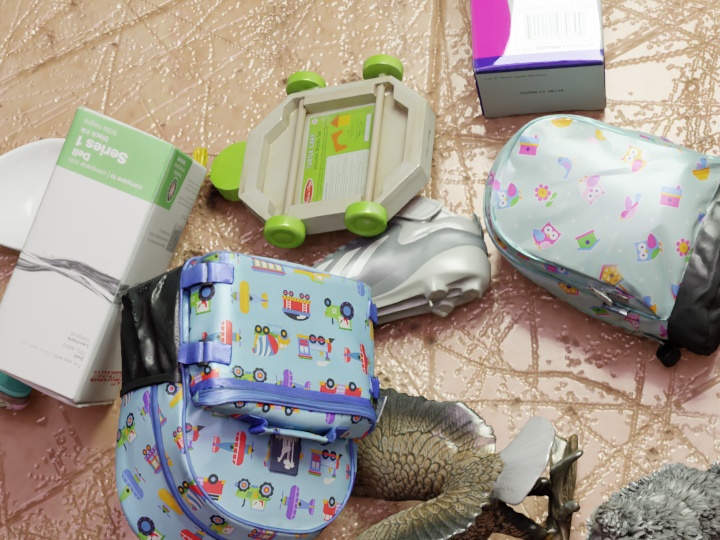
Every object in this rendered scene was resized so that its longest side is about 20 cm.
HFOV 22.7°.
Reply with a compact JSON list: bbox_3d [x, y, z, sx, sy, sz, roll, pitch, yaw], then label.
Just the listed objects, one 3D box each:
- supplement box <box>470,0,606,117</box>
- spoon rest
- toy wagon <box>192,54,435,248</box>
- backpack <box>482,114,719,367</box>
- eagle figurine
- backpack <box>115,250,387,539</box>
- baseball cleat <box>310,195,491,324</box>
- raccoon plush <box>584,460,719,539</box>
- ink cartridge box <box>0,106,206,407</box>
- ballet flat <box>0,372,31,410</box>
[{"bbox_3d":[0.138,-0.233,1.412,0.101,0.103,0.201,-3,73,8],"label":"supplement box"},{"bbox_3d":[-0.295,-0.048,1.433,0.199,0.061,0.100,-13,71,4],"label":"spoon rest"},{"bbox_3d":[-0.039,-0.088,1.403,0.199,0.040,0.156,-9,54,23],"label":"toy wagon"},{"bbox_3d":[0.192,-0.040,1.330,0.199,0.127,0.167,20,79,17],"label":"backpack"},{"bbox_3d":[0.056,0.168,1.283,0.199,0.152,0.152,6,93,4],"label":"eagle figurine"},{"bbox_3d":[-0.077,0.105,1.237,0.182,0.134,0.201,18,62,-33],"label":"backpack"},{"bbox_3d":[0.000,0.000,1.384,0.199,0.070,0.107,-9,55,3],"label":"baseball cleat"},{"bbox_3d":[0.224,0.157,1.255,0.097,0.134,0.200,33,79,17],"label":"raccoon plush"},{"bbox_3d":[-0.197,-0.006,1.338,0.084,0.146,0.201,22,88,5],"label":"ink cartridge box"},{"bbox_3d":[-0.344,0.051,1.400,0.200,0.069,0.071,44,107,3],"label":"ballet flat"}]
